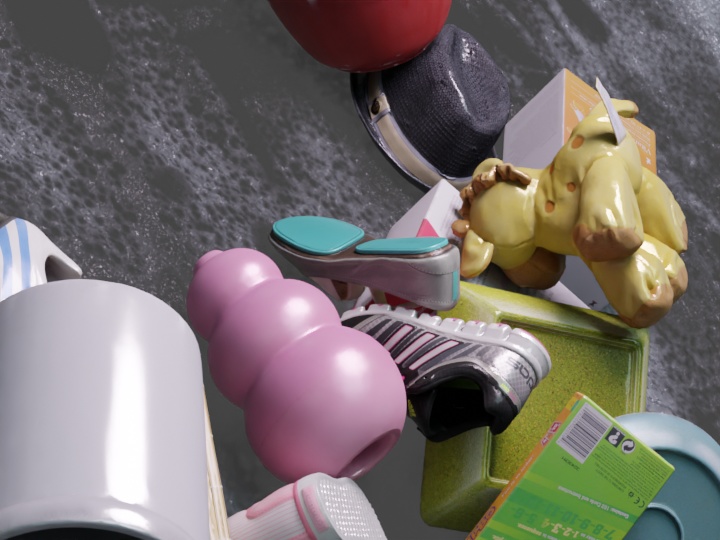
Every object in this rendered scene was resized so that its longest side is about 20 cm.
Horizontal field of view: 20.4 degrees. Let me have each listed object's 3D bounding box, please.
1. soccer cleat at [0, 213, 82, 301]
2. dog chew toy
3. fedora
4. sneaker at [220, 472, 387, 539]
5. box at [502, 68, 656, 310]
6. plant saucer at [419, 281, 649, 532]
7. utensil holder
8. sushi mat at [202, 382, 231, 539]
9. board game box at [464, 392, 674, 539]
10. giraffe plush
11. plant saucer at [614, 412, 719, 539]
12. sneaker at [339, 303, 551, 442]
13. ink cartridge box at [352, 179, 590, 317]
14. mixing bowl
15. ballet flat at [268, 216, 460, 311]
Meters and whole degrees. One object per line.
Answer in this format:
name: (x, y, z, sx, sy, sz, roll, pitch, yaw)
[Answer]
soccer cleat: (-0.251, 0.028, 1.343, 0.086, 0.070, 0.200, 33, 33, 0)
dog chew toy: (-0.057, 0.065, 1.486, 0.200, 0.125, 0.124, 49, 33, 18)
fedora: (0.083, -0.161, 1.880, 0.200, 0.092, 0.202, 29, 38, -25)
sneaker: (-0.043, 0.199, 1.413, 0.076, 0.104, 0.200, 64, 8, 21)
box: (0.211, -0.078, 1.932, 0.124, 0.097, 0.201, 32, 37, -20)
plant saucer: (0.153, 0.117, 1.605, 0.198, 0.048, 0.202, 12, 74, -22)
utensil holder: (-0.173, 0.130, 1.245, 0.169, 0.170, 0.201, 26, 38, -27)
sushi mat: (-0.140, 0.152, 1.349, 0.095, 0.012, 0.201, -11, 54, -4)
board game box: (0.143, 0.202, 1.527, 0.095, 0.201, 0.030, 38, -4, -11)
giraffe plush: (0.162, -0.041, 1.653, 0.202, 0.161, 0.172, 67, 25, -8)
plant saucer: (0.223, 0.213, 1.583, 0.199, 0.201, 0.027, 31, -2, -22)
sneaker: (0.042, 0.084, 1.533, 0.088, 0.198, 0.074, -64, 151, -41)
ink cartridge box: (0.103, 0.043, 1.705, 0.200, 0.086, 0.148, 42, 34, -11)
mixing bowl: (0.008, -0.252, 1.837, 0.201, 0.198, 0.109, -64, 144, -54)
ballet flat: (0.000, 0.000, 1.601, 0.067, 0.199, 0.064, -24, 113, -40)
